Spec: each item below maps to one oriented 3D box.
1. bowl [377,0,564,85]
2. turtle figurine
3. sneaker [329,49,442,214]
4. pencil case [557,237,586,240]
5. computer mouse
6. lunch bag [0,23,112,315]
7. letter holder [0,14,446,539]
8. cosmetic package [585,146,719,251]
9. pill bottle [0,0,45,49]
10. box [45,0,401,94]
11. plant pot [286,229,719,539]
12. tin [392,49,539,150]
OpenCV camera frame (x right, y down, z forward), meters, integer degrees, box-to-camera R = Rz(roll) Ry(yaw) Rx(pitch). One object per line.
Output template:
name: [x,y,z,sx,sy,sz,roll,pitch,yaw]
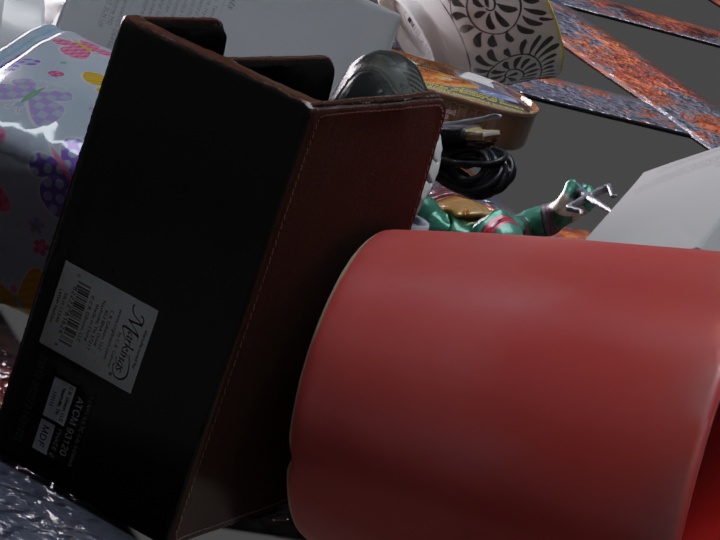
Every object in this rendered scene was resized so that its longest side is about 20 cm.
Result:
bowl: [0.076,-0.225,2.185,0.094,0.201,0.201,-33,35,-12]
turtle figurine: [0.059,-0.041,1.594,0.150,0.101,0.200,27,-6,-32]
sneaker: [-0.008,-0.051,1.282,0.066,0.091,0.200,0,48,20]
pencil case: [0.083,0.030,1.420,0.087,0.088,0.200,26,17,22]
computer mouse: [0.000,0.000,1.336,0.109,0.200,0.044,7,-39,39]
lunch bag: [-0.120,-0.043,1.342,0.169,0.127,0.200,22,27,9]
letter holder: [-0.057,-0.001,1.126,0.100,0.200,0.142,26,17,24]
cosmetic package: [0.183,0.000,1.411,0.107,0.085,0.200,-17,15,32]
pill bottle: [-0.291,-0.143,1.488,0.200,0.114,0.113,14,17,-20]
box: [-0.102,-0.139,1.583,0.200,0.107,0.152,23,-10,-18]
plant pot: [0.076,0.071,1.103,0.177,0.201,0.200,14,13,18]
tin: [0.043,-0.140,2.026,0.200,0.042,0.112,15,12,-16]
